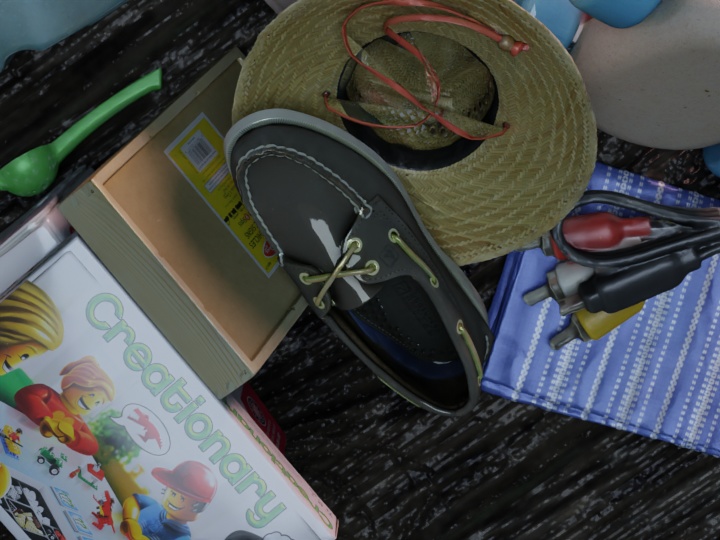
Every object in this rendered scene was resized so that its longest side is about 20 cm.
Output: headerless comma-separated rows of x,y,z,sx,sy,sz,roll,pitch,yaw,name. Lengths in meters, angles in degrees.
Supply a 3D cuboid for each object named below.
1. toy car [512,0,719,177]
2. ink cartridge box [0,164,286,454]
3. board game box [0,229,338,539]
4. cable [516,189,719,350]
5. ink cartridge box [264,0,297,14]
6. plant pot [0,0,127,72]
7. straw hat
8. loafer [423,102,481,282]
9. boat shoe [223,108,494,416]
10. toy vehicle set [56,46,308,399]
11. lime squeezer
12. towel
0.194,-0.177,1.055,0.183,0.177,0.202,25,70,-19,toy car
-0.131,0.056,1.074,0.083,0.145,0.201,-34,100,9,ink cartridge box
-0.121,0.094,0.989,0.126,0.035,0.200,-39,99,8,board game box
0.180,-0.024,1.087,0.198,0.050,0.098,-21,117,5,cable
0.015,-0.223,1.016,0.199,0.146,0.083,-37,78,5,ink cartridge box
-0.207,-0.210,1.009,0.199,0.200,0.197,-27,109,4,plant pot
0.032,-0.100,1.014,0.199,0.086,0.202,4,138,4,straw hat
0.052,-0.038,1.101,0.062,0.072,0.202,6,98,-7,loafer
0.002,-0.001,1.010,0.072,0.061,0.202,-29,126,22,boat shoe
-0.069,-0.031,1.034,0.026,0.200,0.125,-34,100,29,toy vehicle set
-0.210,-0.077,1.102,0.198,0.038,0.071,0,101,0,lime squeezer
0.176,0.025,1.141,0.198,0.024,0.146,16,98,-6,towel
